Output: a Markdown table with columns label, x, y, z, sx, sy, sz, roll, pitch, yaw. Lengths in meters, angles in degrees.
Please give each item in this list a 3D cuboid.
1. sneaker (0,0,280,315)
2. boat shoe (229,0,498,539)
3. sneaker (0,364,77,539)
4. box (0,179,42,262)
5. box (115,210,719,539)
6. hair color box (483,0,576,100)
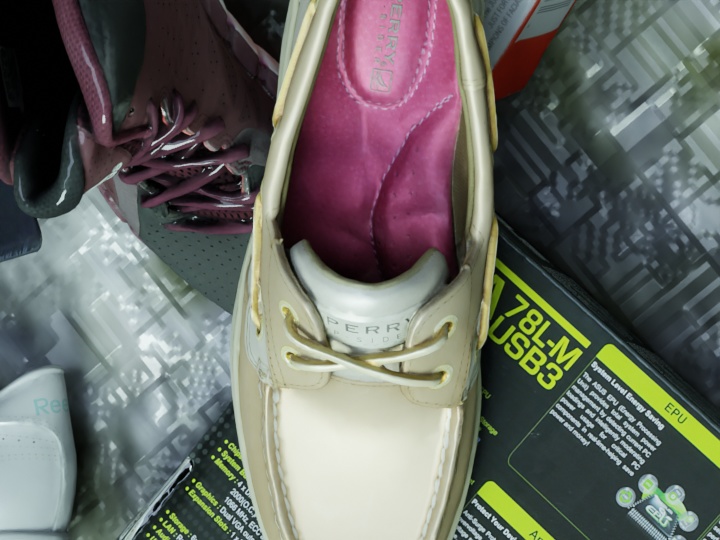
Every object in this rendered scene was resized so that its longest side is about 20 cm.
| label | x | y | z | sx | sy | sz | roll | pitch | yaw |
| --- | --- | --- | --- | --- | --- | --- | --- | --- | --- |
| sneaker | -0.066 | -0.033 | 0.806 | 0.076 | 0.116 | 0.200 | -16 | 125 | 21 |
| boat shoe | 0.000 | 0.000 | 0.777 | 0.074 | 0.069 | 0.201 | 1 | 98 | 1 |
| sneaker | -0.184 | 0.053 | 0.931 | 0.199 | 0.075 | 0.089 | 5 | 87 | 13 |
| box | -0.211 | -0.083 | 0.847 | 0.196 | 0.117 | 0.200 | -8 | 96 | 49 |
| box | 0.033 | 0.106 | 0.832 | 0.200 | 0.048 | 0.193 | 42 | 95 | 21 |
| hair color box | -0.012 | -0.149 | 0.836 | 0.200 | 0.064 | 0.111 | 36 | 109 | 10 |
